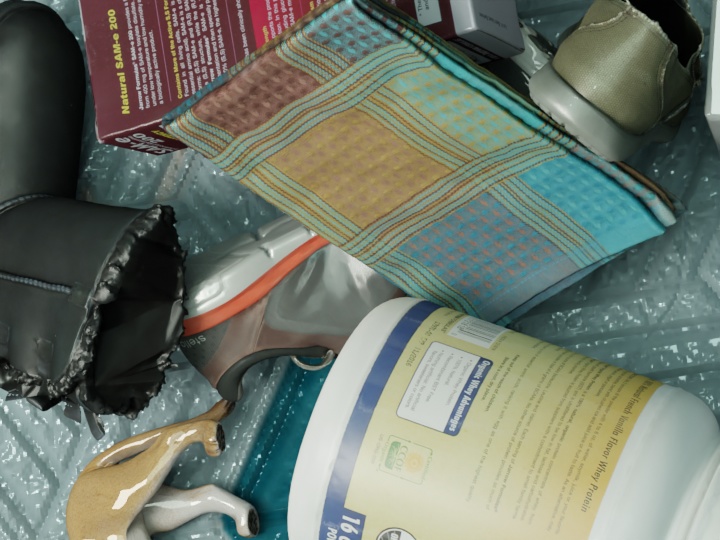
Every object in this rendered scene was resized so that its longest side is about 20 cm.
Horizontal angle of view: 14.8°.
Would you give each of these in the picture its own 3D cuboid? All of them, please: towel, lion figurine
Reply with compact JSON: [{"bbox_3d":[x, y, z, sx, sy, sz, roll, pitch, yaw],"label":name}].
[{"bbox_3d":[0.027,-0.044,1.267,0.147,0.200,0.022,-32,36,42],"label":"towel"},{"bbox_3d":[-0.117,0.159,1.373,0.122,0.072,0.200,-6,66,20],"label":"lion figurine"}]

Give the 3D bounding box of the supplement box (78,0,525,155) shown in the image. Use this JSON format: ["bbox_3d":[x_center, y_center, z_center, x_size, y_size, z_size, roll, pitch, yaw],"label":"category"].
[{"bbox_3d":[-0.032,-0.130,1.291,0.200,0.061,0.109,-14,78,24],"label":"supplement box"}]

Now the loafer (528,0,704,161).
[{"bbox_3d":[0.133,-0.101,1.282,0.075,0.200,0.070,40,109,-1],"label":"loafer"}]

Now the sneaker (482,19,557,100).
[{"bbox_3d":[0.031,-0.108,1.377,0.200,0.074,0.085,39,97,25],"label":"sneaker"}]

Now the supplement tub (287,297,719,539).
[{"bbox_3d":[0.082,0.107,1.286,0.200,0.144,0.144,19,86,16],"label":"supplement tub"}]

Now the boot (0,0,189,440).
[{"bbox_3d":[-0.146,-0.027,1.364,0.162,0.073,0.198,17,91,48],"label":"boot"}]

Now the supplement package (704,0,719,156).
[{"bbox_3d":[0.230,-0.154,1.304,0.121,0.120,0.200,4,82,11],"label":"supplement package"}]

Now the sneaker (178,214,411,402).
[{"bbox_3d":[0.000,0.000,1.374,0.200,0.077,0.082,-26,106,4],"label":"sneaker"}]
